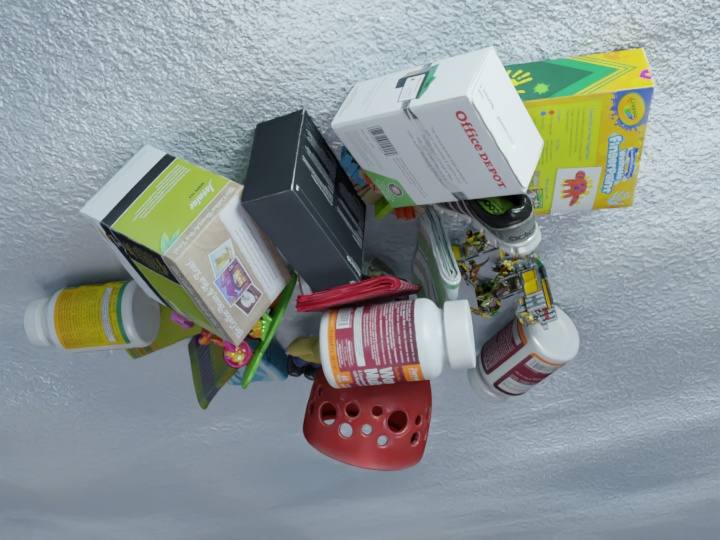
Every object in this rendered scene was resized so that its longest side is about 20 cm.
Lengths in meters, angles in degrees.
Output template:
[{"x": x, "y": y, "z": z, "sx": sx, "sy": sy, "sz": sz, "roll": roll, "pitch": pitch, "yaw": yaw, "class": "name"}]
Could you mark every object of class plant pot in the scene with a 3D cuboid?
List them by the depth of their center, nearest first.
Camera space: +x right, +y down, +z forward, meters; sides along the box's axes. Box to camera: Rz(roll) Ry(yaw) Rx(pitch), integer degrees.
[{"x": 0.020, "y": 0.188, "z": 1.136, "sx": 0.198, "sy": 0.184, "sz": 0.200, "roll": 11, "pitch": -173, "yaw": -1, "class": "plant pot"}]

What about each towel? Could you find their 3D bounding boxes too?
[{"x": 0.003, "y": 0.034, "z": 1.010, "sx": 0.143, "sy": 0.023, "sz": 0.200, "roll": -13, "pitch": 174, "yaw": 13, "class": "towel"}, {"x": 0.105, "y": 0.015, "z": 1.072, "sx": 0.030, "sy": 0.150, "sz": 0.201, "roll": -7, "pitch": 144, "yaw": -8, "class": "towel"}, {"x": -0.257, "y": 0.145, "z": 1.268, "sx": 0.023, "sy": 0.145, "sz": 0.200, "roll": 1, "pitch": 147, "yaw": -32, "class": "towel"}, {"x": -0.359, "y": 0.098, "z": 1.283, "sx": 0.199, "sy": 0.018, "sz": 0.086, "roll": -21, "pitch": 113, "yaw": 27, "class": "towel"}]

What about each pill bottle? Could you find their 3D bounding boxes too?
[{"x": 0.051, "y": 0.096, "z": 0.978, "sx": 0.198, "sy": 0.110, "sz": 0.110, "roll": -7, "pitch": 142, "yaw": 12, "class": "pill bottle"}, {"x": -0.450, "y": 0.079, "z": 1.209, "sx": 0.198, "sy": 0.114, "sz": 0.113, "roll": -6, "pitch": 142, "yaw": 11, "class": "pill bottle"}, {"x": 0.280, "y": 0.151, "z": 1.272, "sx": 0.113, "sy": 0.115, "sz": 0.200, "roll": 17, "pitch": 141, "yaw": -19, "class": "pill bottle"}]

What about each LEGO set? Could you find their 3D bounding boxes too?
[{"x": 0.214, "y": 0.032, "z": 1.100, "sx": 0.153, "sy": 0.117, "sz": 0.200, "roll": -17, "pitch": 144, "yaw": 18, "class": "LEGO set"}]

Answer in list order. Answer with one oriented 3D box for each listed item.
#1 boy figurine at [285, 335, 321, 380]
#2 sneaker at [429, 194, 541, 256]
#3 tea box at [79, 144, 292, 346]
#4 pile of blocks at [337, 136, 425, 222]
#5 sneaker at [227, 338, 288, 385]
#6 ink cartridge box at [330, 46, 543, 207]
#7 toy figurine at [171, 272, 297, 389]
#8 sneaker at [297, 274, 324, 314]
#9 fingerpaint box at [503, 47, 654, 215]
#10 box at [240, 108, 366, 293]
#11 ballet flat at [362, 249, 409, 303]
[{"x": -0.068, "y": 0.152, "z": 1.289, "sx": 0.123, "sy": 0.065, "sz": 0.200, "roll": 15, "pitch": 161, "yaw": -18, "class": "boy figurine"}, {"x": 0.145, "y": -0.102, "z": 0.909, "sx": 0.074, "sy": 0.200, "sz": 0.088, "roll": -39, "pitch": 148, "yaw": -16, "class": "sneaker"}, {"x": -0.228, "y": -0.032, "z": 0.970, "sx": 0.196, "sy": 0.134, "sz": 0.201, "roll": 25, "pitch": 155, "yaw": 30, "class": "tea box"}, {"x": 0.018, "y": -0.117, "z": 0.972, "sx": 0.082, "sy": 0.063, "sz": 0.200, "roll": -19, "pitch": 138, "yaw": 25, "class": "pile of blocks"}, {"x": -0.226, "y": 0.155, "z": 1.329, "sx": 0.129, "sy": 0.080, "sz": 0.200, "roll": -12, "pitch": 140, "yaw": 16, "class": "sneaker"}, {"x": 0.089, "y": -0.156, "z": 0.831, "sx": 0.199, "sy": 0.085, "sz": 0.146, "roll": -2, "pitch": 140, "yaw": 42, "class": "ink cartridge box"}, {"x": -0.222, "y": 0.058, "z": 1.138, "sx": 0.183, "sy": 0.201, "sz": 0.150, "roll": 25, "pitch": 169, "yaw": -10, "class": "toy figurine"}, {"x": -0.016, "y": 0.040, "z": 1.174, "sx": 0.112, "sy": 0.072, "sz": 0.200, "roll": -11, "pitch": 149, "yaw": 22, "class": "sneaker"}, {"x": 0.259, "y": -0.163, "z": 0.892, "sx": 0.165, "sy": 0.074, "sz": 0.201, "roll": -5, "pitch": 143, "yaw": 10, "class": "fingerpaint box"}, {"x": -0.067, "y": -0.086, "z": 0.952, "sx": 0.078, "sy": 0.142, "sz": 0.200, "roll": -14, "pitch": 140, "yaw": 19, "class": "box"}, {"x": 0.000, "y": 0.000, "z": 1.124, "sx": 0.199, "sy": 0.073, "sz": 0.072, "roll": 30, "pitch": 135, "yaw": -31, "class": "ballet flat"}]
